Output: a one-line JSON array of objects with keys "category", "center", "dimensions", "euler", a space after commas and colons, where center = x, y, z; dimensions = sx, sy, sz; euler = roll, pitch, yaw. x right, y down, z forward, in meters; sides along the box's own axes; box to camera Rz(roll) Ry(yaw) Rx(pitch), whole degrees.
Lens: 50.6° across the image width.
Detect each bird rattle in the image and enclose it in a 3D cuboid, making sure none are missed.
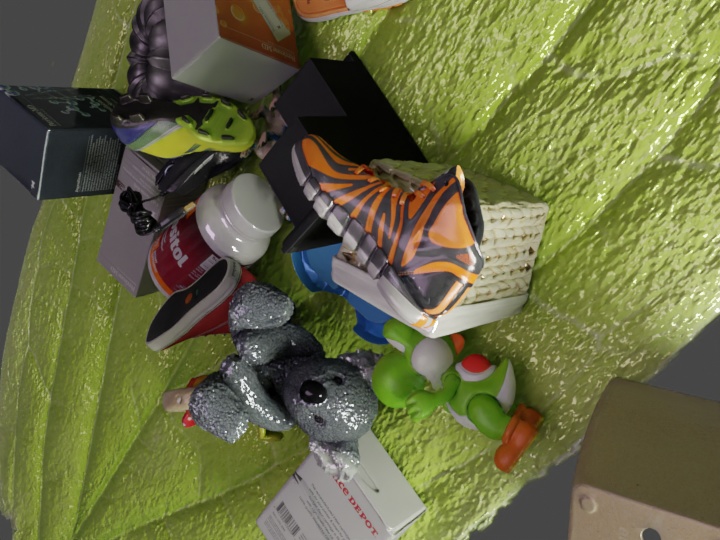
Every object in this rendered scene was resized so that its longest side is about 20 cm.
[{"category": "bird rattle", "center": [-0.200, 0.170, 1.052], "dimensions": [0.196, 0.162, 0.116], "euler": [-1, 80, 29]}]

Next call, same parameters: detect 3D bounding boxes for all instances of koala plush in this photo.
[{"category": "koala plush", "center": [-0.064, 0.137, 0.894], "dimensions": [0.196, 0.184, 0.181], "euler": [18, 76, 13]}]

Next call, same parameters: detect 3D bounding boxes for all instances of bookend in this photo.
[{"category": "bookend", "center": [-0.040, -0.137, 0.827], "dimensions": [0.092, 0.198, 0.201], "euler": [-42, 74, 35]}]

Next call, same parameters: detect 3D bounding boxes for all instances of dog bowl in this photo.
[{"category": "dog bowl", "center": [0.000, 0.000, 0.918], "dimensions": [0.199, 0.049, 0.113], "euler": [41, 121, 27]}]

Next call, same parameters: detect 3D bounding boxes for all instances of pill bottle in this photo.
[{"category": "pill bottle", "center": [-0.193, -0.043, 1.024], "dimensions": [0.199, 0.112, 0.115], "euler": [-34, 77, 37]}]

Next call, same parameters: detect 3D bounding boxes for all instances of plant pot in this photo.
[{"category": "plant pot", "center": [0.273, 0.235, 0.661], "dimensions": [0.197, 0.176, 0.205], "euler": [10, 106, 36]}]

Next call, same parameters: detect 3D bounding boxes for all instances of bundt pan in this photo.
[{"category": "bundt pan", "center": [-0.261, -0.278, 1.013], "dimensions": [0.201, 0.074, 0.207], "euler": [-3, 87, 61]}]

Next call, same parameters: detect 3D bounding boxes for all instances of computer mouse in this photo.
[{"category": "computer mouse", "center": [-0.222, -0.123, 0.975], "dimensions": [0.141, 0.197, 0.047], "euler": [49, 166, 53]}]

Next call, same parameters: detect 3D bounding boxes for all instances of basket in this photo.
[{"category": "basket", "center": [0.086, -0.029, 0.750], "dimensions": [0.134, 0.198, 0.126], "euler": [28, 110, 31]}]

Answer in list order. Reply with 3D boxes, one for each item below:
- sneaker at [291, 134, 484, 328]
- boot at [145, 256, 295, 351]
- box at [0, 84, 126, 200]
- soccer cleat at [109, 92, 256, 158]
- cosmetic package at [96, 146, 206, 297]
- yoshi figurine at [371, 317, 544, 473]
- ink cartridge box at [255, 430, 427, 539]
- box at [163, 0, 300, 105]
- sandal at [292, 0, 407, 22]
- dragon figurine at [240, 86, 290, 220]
[{"category": "sneaker", "center": [0.032, -0.062, 0.638], "dimensions": [0.112, 0.077, 0.201], "euler": [-44, 76, 20]}, {"category": "boot", "center": [-0.185, 0.076, 1.024], "dimensions": [0.198, 0.143, 0.074], "euler": [-31, 41, 31]}, {"category": "box", "center": [-0.414, -0.191, 1.117], "dimensions": [0.147, 0.198, 0.109], "euler": [35, 119, 27]}, {"category": "soccer cleat", "center": [-0.212, -0.170, 0.933], "dimensions": [0.196, 0.084, 0.066], "euler": [9, 61, 17]}, {"category": "cosmetic package", "center": [-0.312, -0.075, 1.132], "dimensions": [0.106, 0.090, 0.203], "euler": [35, 116, 24]}, {"category": "yoshi figurine", "center": [0.091, 0.138, 0.821], "dimensions": [0.199, 0.112, 0.113], "euler": [38, 146, 15]}, {"category": "ink cartridge box", "center": [-0.028, 0.314, 0.977], "dimensions": [0.147, 0.083, 0.201], "euler": [50, 125, 20]}, {"category": "box", "center": [-0.159, -0.322, 0.907], "dimensions": [0.096, 0.123, 0.205], "euler": [-23, 70, 39]}, {"category": "sandal", "center": [-0.014, -0.328, 0.859], "dimensions": [0.204, 0.059, 0.081], "euler": [-7, 94, 39]}, {"category": "dragon figurine", "center": [-0.088, -0.160, 0.946], "dimensions": [0.058, 0.099, 0.204], "euler": [-21, 50, 39]}]
